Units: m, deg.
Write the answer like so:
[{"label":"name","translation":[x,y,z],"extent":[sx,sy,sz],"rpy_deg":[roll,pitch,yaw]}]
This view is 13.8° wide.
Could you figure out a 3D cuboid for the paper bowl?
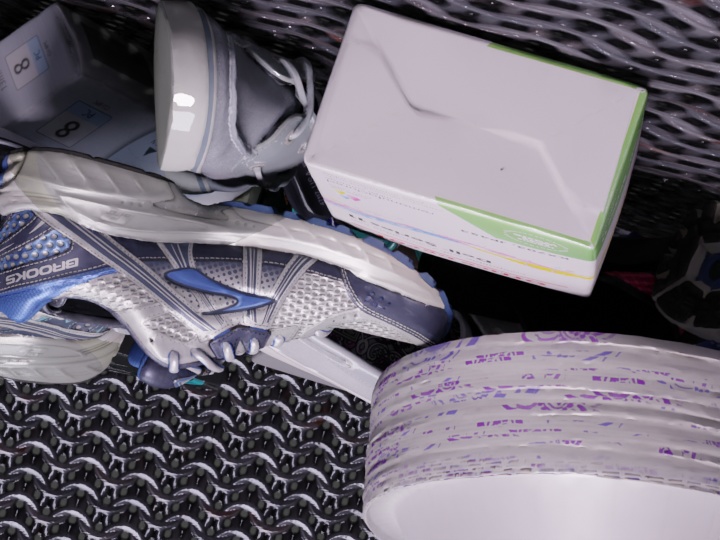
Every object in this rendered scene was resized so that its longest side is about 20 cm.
[{"label":"paper bowl","translation":[0.100,0.104,1.283],"extent":[0.200,0.104,0.201],"rpy_deg":[4,161,1]}]

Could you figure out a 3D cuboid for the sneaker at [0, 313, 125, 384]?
[{"label":"sneaker","translation":[-0.199,0.000,1.362],"extent":[0.200,0.078,0.086],"rpy_deg":[-2,142,-22]}]

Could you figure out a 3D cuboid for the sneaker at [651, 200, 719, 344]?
[{"label":"sneaker","translation":[0.220,0.023,1.262],"extent":[0.089,0.079,0.200],"rpy_deg":[29,176,-39]}]

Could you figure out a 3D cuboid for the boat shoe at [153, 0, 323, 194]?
[{"label":"boat shoe","translation":[-0.050,-0.071,1.253],"extent":[0.071,0.070,0.201],"rpy_deg":[-2,174,-1]}]

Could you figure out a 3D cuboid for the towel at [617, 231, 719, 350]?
[{"label":"towel","translation":[0.131,0.081,1.427],"extent":[0.145,0.200,0.024],"rpy_deg":[26,160,33]}]

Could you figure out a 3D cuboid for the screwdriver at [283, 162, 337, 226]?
[{"label":"screwdriver","translation":[0.000,0.000,1.427],"extent":[0.028,0.029,0.200],"rpy_deg":[20,146,49]}]

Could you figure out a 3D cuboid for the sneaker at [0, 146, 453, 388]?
[{"label":"sneaker","translation":[-0.062,0.012,1.253],"extent":[0.200,0.085,0.077],"rpy_deg":[15,177,-7]}]

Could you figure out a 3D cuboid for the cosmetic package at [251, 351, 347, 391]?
[{"label":"cosmetic package","translation":[-0.002,0.010,1.636],"extent":[0.090,0.107,0.200],"rpy_deg":[18,176,-2]}]

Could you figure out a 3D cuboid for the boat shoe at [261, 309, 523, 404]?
[{"label":"boat shoe","translation":[0.037,0.036,1.368],"extent":[0.200,0.072,0.069],"rpy_deg":[29,170,-15]}]

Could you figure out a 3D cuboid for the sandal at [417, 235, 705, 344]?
[{"label":"sandal","translation":[0.107,0.017,1.334],"extent":[0.200,0.075,0.045],"rpy_deg":[10,-137,-44]}]

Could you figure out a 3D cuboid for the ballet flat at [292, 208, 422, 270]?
[{"label":"ballet flat","translation":[0.044,-0.027,1.423],"extent":[0.074,0.074,0.200],"rpy_deg":[20,175,-33]}]

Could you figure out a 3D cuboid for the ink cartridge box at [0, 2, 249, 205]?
[{"label":"ink cartridge box","translation":[-0.164,-0.033,1.397],"extent":[0.200,0.047,0.160],"rpy_deg":[-34,152,19]}]

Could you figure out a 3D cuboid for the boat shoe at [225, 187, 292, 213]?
[{"label":"boat shoe","translation":[-0.059,-0.021,1.511],"extent":[0.063,0.074,0.201],"rpy_deg":[45,-177,-10]}]

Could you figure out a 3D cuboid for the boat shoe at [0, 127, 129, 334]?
[{"label":"boat shoe","translation":[-0.140,-0.013,1.295],"extent":[0.200,0.072,0.068],"rpy_deg":[19,-166,-28]}]

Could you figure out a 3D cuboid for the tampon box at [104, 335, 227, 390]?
[{"label":"tampon box","translation":[-0.178,-0.024,1.709],"extent":[0.200,0.126,0.150],"rpy_deg":[21,172,-34]}]

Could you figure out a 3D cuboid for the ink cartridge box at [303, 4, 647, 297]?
[{"label":"ink cartridge box","translation":[0.048,-0.041,1.186],"extent":[0.117,0.067,0.200],"rpy_deg":[17,175,6]}]
